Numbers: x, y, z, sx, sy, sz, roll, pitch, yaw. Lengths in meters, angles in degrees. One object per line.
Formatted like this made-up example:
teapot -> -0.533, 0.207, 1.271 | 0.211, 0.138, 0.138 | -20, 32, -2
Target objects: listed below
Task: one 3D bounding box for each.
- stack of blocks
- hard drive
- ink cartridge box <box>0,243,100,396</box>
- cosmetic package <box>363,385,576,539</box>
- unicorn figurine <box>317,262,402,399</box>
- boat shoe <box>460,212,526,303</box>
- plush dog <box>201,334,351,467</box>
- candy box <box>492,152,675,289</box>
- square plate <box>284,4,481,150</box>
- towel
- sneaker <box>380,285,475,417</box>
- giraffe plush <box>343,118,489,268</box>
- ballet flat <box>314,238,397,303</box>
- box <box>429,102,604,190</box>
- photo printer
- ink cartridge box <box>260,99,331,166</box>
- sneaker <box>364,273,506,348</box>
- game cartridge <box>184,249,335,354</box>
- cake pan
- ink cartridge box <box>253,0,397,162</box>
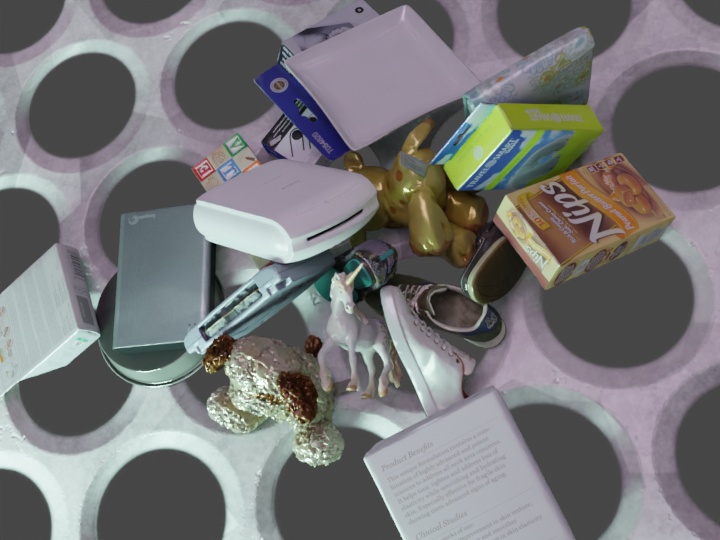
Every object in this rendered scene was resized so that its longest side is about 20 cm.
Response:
stack of blocks -> -0.137, -0.098, 1.422 | 0.115, 0.059, 0.200 | -37, 66, 0
hard drive -> -0.268, 0.009, 1.393 | 0.138, 0.033, 0.202 | -6, 69, 13
ink cartridge box -> -0.471, 0.081, 1.455 | 0.200, 0.050, 0.162 | -39, 55, 21
cosmetic package -> 0.126, 0.256, 1.140 | 0.167, 0.166, 0.201 | -27, 82, 4
unicorn figurine -> -0.005, 0.082, 1.240 | 0.073, 0.200, 0.139 | -1, 76, 18
boat shoe -> 0.179, -0.031, 1.287 | 0.066, 0.072, 0.201 | 13, 45, 38
plush dog -> -0.103, 0.138, 1.265 | 0.199, 0.172, 0.161 | 20, 77, 22
candy box -> 0.278, -0.065, 1.250 | 0.199, 0.055, 0.116 | -20, 62, -28
square plate -> 0.029, -0.254, 1.335 | 0.199, 0.029, 0.199 | -28, 57, -13
towel -> 0.216, -0.220, 1.294 | 0.171, 0.200, 0.048 | -33, 72, 0
sneaker -> 0.092, 0.099, 1.251 | 0.084, 0.073, 0.201 | -24, 102, 8
giraffe plush -> 0.053, -0.091, 1.326 | 0.161, 0.200, 0.174 | -9, 55, 41
ballet flat -> 0.000, 0.000, 1.299 | 0.071, 0.200, 0.073 | 3, 80, -20
box -> 0.197, -0.154, 1.260 | 0.122, 0.199, 0.048 | -49, 58, 42
photo printer -> -0.088, -0.076, 1.261 | 0.166, 0.070, 0.199 | -31, 32, -36
ink cartridge box -> -0.045, -0.232, 1.452 | 0.094, 0.044, 0.200 | 34, 81, 22
sneaker -> 0.089, 0.039, 1.294 | 0.199, 0.090, 0.068 | 19, 77, 20
game cartridge -> -0.126, 0.037, 1.290 | 0.200, 0.133, 0.041 | -37, 78, 35
cake pan -> -0.287, 0.063, 1.417 | 0.199, 0.037, 0.202 | -5, 70, 13
ink cartridge box -> -0.019, -0.269, 1.395 | 0.199, 0.041, 0.200 | -35, 62, -16
